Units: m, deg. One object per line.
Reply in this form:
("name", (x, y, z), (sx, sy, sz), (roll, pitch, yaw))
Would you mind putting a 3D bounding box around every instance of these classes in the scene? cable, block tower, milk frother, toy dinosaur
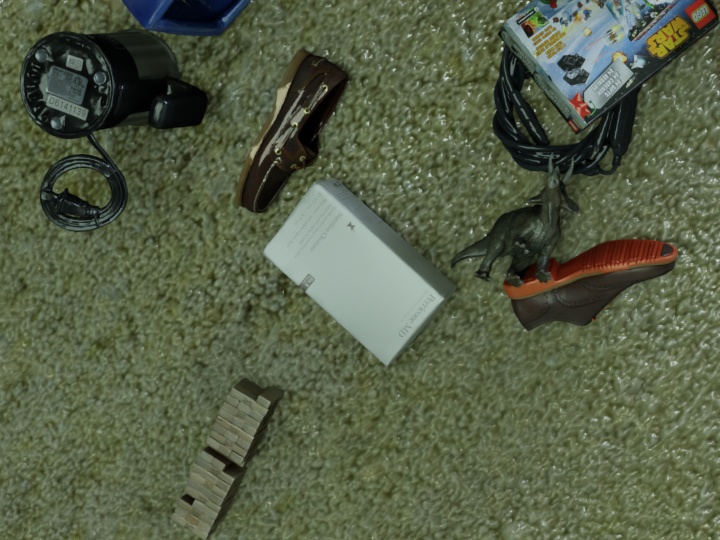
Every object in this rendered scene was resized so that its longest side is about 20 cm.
("cable", (0.228, -0.207, 1.667), (0.162, 0.051, 0.202), (11, 99, 23))
("block tower", (-0.163, 0.226, 1.851), (0.057, 0.054, 0.201), (30, 106, 9))
("milk frother", (-0.296, -0.166, 1.751), (0.180, 0.188, 0.201), (38, 108, 8))
("toy dinosaur", (0.180, -0.037, 1.687), (0.077, 0.103, 0.200), (34, 145, -13))

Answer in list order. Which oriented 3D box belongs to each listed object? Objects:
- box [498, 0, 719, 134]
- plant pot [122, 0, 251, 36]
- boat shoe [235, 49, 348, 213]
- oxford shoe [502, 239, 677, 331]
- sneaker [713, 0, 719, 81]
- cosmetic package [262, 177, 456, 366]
("box", (0.263, -0.257, 1.591), (0.199, 0.040, 0.137), (-37, 86, -14))
("plant pot", (-0.193, -0.394, 1.682), (0.180, 0.200, 0.200), (47, 109, 10))
("boat shoe", (-0.079, -0.152, 1.750), (0.070, 0.070, 0.201), (29, 106, 14))
("oxford shoe", (0.262, 0.017, 1.688), (0.198, 0.071, 0.073), (-14, 108, 26))
("sneaker", (0.408, -0.252, 1.556), (0.071, 0.112, 0.202), (-14, 83, 34))
("cosmetic package", (0.000, 0.000, 1.748), (0.200, 0.081, 0.113), (40, 106, 7))
